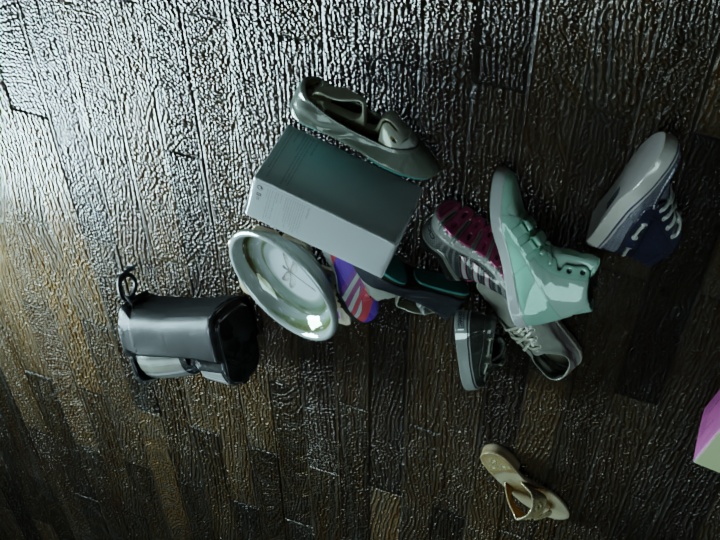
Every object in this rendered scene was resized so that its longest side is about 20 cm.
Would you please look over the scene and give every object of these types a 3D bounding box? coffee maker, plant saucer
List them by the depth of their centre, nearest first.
[{"bbox_3d":[-0.099,0.011,1.555,0.200,0.050,0.200,33,150,22],"label":"plant saucer"},{"bbox_3d":[-0.280,0.092,1.741,0.200,0.135,0.192,-3,133,32],"label":"coffee maker"}]

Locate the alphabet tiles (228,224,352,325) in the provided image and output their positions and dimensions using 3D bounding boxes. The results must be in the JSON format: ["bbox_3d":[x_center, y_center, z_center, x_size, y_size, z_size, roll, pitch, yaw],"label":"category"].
[{"bbox_3d":[-0.104,0.015,1.637,0.195,0.015,0.200,15,142,23],"label":"alphabet tiles"}]

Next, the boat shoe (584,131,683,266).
[{"bbox_3d":[0.337,-0.077,1.240,0.093,0.075,0.200,22,151,-2],"label":"boat shoe"}]

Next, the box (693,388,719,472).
[{"bbox_3d":[0.564,0.208,1.412,0.200,0.097,0.176,22,142,7],"label":"box"}]

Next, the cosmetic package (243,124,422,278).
[{"bbox_3d":[-0.033,-0.089,1.404,0.200,0.113,0.081,28,142,2],"label":"cosmetic package"}]

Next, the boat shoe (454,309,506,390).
[{"bbox_3d":[0.173,0.118,1.541,0.063,0.071,0.200,1,154,11],"label":"boat shoe"}]

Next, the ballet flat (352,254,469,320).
[{"bbox_3d":[0.053,0.019,1.477,0.200,0.073,0.073,21,146,-24],"label":"ballet flat"}]

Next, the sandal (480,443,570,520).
[{"bbox_3d":[0.263,0.377,1.808,0.078,0.070,0.212,-19,124,43],"label":"sandal"}]

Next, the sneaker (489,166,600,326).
[{"bbox_3d":[0.227,-0.036,1.323,0.118,0.074,0.201,-9,103,22],"label":"sneaker"}]

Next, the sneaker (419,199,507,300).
[{"bbox_3d":[0.157,-0.011,1.418,0.200,0.074,0.087,36,149,-15],"label":"sneaker"}]

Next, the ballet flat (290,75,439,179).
[{"bbox_3d":[0.010,-0.174,1.317,0.200,0.067,0.064,26,136,1],"label":"ballet flat"}]

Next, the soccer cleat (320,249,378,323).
[{"bbox_3d":[0.000,0.000,1.528,0.073,0.068,0.200,0,133,24],"label":"soccer cleat"}]

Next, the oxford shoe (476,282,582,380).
[{"bbox_3d":[0.230,0.077,1.488,0.200,0.058,0.075,46,142,-20],"label":"oxford shoe"}]
